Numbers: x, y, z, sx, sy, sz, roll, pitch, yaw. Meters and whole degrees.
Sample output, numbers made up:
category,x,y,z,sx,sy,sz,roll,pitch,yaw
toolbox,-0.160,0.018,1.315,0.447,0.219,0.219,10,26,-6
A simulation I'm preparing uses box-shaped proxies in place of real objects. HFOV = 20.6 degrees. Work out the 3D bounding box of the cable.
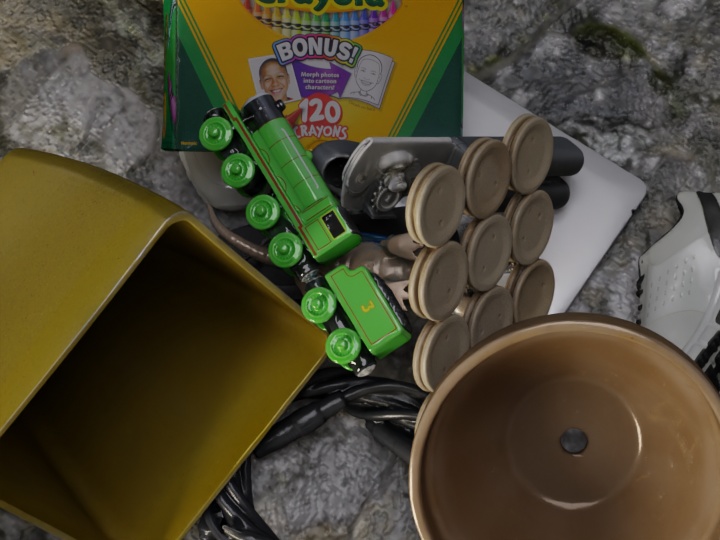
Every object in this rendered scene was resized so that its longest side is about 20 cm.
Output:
category,x,y,z,sx,sy,sz,roll,pitch,yaw
cable,-0.004,0.144,1.288,0.199,0.051,0.164,9,65,6

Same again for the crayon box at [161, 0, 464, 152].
category,x,y,z,sx,sy,sz,roll,pitch,yaw
crayon box,-0.032,-0.138,1.323,0.199,0.058,0.120,0,94,-15

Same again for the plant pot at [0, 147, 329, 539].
category,x,y,z,sx,sy,sz,roll,pitch,yaw
plant pot,-0.173,0.040,1.237,0.176,0.200,0.200,37,87,38

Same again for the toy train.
category,x,y,z,sx,sy,sz,roll,pitch,yaw
toy train,-0.034,-0.027,1.225,0.056,0.042,0.201,-33,74,6

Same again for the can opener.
category,x,y,z,sx,sy,sz,roll,pitch,yaw
can opener,0.057,-0.071,1.299,0.199,0.054,0.067,-4,35,-41

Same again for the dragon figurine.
category,x,y,z,sx,sy,sz,roll,pitch,yaw
dragon figurine,0.000,0.000,1.287,0.199,0.099,0.059,6,83,11

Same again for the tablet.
category,x,y,z,sx,sy,sz,roll,pitch,yaw
tablet,0.085,-0.061,1.376,0.199,0.014,0.130,33,73,12

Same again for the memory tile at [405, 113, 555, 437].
category,x,y,z,sx,sy,sz,roll,pitch,yaw
memory tile,0.077,0.010,1.243,0.017,0.201,0.153,16,31,34

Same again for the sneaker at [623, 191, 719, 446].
category,x,y,z,sx,sy,sz,roll,pitch,yaw
sneaker,0.213,0.034,1.318,0.080,0.074,0.201,20,67,26

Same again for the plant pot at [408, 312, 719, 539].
category,x,y,z,sx,sy,sz,roll,pitch,yaw
plant pot,0.133,0.118,1.219,0.199,0.093,0.202,1,101,7

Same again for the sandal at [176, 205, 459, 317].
category,x,y,z,sx,sy,sz,roll,pitch,yaw
sandal,-0.032,-0.008,1.336,0.199,0.043,0.077,-15,73,0

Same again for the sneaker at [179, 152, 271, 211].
category,x,y,z,sx,sy,sz,roll,pitch,yaw
sneaker,-0.094,-0.141,1.374,0.076,0.081,0.201,-3,71,-2
